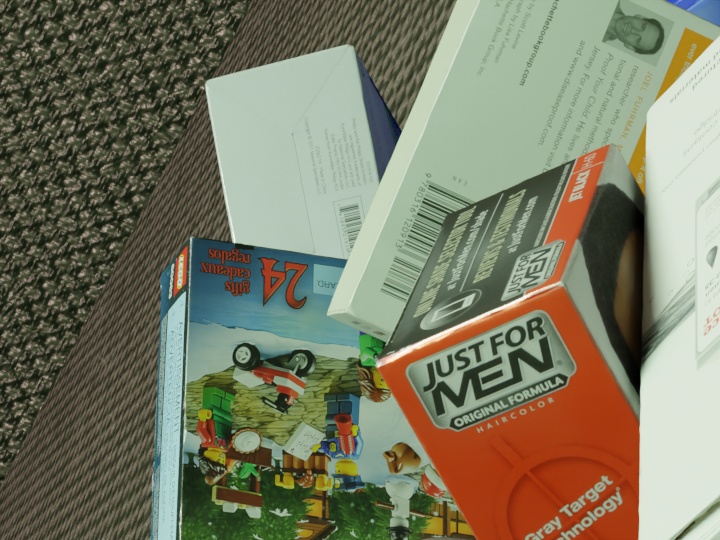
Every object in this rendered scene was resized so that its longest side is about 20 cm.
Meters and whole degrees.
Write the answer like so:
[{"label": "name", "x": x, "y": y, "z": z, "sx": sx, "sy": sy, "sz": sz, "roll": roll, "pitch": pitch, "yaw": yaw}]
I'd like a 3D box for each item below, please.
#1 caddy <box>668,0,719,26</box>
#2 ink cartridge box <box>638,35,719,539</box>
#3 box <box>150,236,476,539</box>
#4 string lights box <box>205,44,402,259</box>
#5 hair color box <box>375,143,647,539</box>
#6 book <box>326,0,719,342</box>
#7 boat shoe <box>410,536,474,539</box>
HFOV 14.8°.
[{"label": "caddy", "x": 0.119, "y": -0.039, "z": 1.048, "sx": 0.200, "sy": 0.105, "sz": 0.141, "roll": -35, "pitch": 4, "yaw": 4}, {"label": "ink cartridge box", "x": 0.154, "y": 0.027, "z": 0.735, "sx": 0.083, "sy": 0.146, "sz": 0.200, "roll": -47, "pitch": 21, "yaw": 33}, {"label": "box", "x": 0.033, "y": 0.071, "z": 0.890, "sx": 0.038, "sy": 0.199, "sz": 0.137, "roll": 132, "pitch": 142, "yaw": -60}, {"label": "string lights box", "x": 0.000, "y": 0.000, "z": 1.059, "sx": 0.200, "sy": 0.059, "sz": 0.103, "roll": 56, "pitch": -157, "yaw": -70}, {"label": "hair color box", "x": 0.086, "y": 0.076, "z": 0.779, "sx": 0.061, "sy": 0.200, "sz": 0.102, "roll": -24, "pitch": 17, "yaw": 23}, {"label": "book", "x": 0.106, "y": -0.006, "z": 0.885, "sx": 0.134, "sy": 0.200, "sz": 0.048, "roll": -66, "pitch": 12, "yaw": -8}, {"label": "boat shoe", "x": 0.036, "y": 0.174, "z": 0.826, "sx": 0.072, "sy": 0.059, "sz": 0.201, "roll": -39, "pitch": -52, "yaw": -59}]
